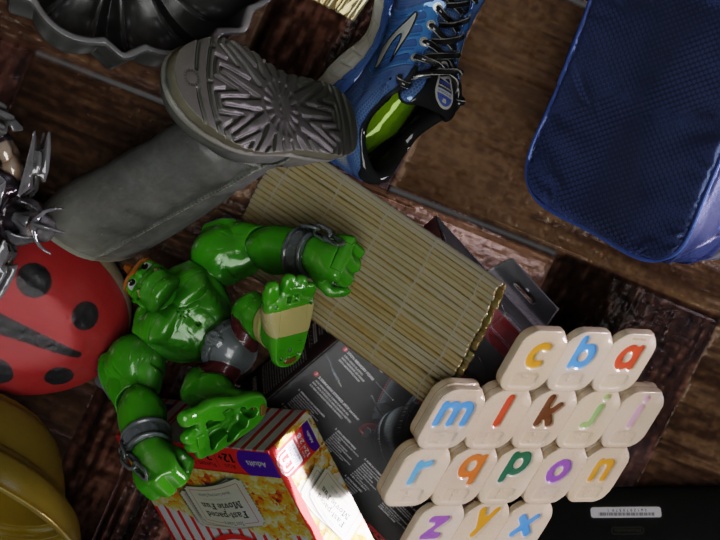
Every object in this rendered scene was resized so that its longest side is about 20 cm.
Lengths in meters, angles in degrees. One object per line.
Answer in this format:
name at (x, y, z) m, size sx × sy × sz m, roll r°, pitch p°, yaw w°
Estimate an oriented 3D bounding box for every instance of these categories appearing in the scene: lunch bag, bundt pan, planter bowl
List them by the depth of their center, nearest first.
bundt pan at (-0.142, -0.211, 1.588) m, size 0.201 × 0.076 × 0.202 m, roll 4°, pitch 73°, yaw -15°
lunch bag at (0.211, -0.109, 1.647) m, size 0.136 × 0.132 × 0.200 m, roll 33°, pitch 111°, yaw 29°
planter bowl at (-0.259, 0.129, 1.711) m, size 0.200 × 0.200 × 0.084 m, roll 28°, pitch 62°, yaw -13°

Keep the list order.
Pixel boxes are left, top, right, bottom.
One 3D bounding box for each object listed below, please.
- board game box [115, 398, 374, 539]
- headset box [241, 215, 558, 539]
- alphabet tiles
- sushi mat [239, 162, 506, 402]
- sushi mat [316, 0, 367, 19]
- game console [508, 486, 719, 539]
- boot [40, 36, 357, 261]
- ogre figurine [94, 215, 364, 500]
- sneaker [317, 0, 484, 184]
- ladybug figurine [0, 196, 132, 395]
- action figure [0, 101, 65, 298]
board game box at (-0.058, 0.178, 1.726) m, size 0.046 × 0.151 × 0.200 m, roll -45°, pitch 121°, yaw -34°
headset box at (0.042, 0.074, 1.738) m, size 0.200 × 0.075 × 0.149 m, roll -41°, pitch 107°, yaw 10°
alphabet tiles at (0.106, 0.112, 1.694) m, size 0.200 × 0.015 × 0.196 m, roll 3°, pitch 127°, yaw -38°
sushi mat at (0.000, 0.000, 1.674) m, size 0.200 × 0.012 × 0.096 m, roll 35°, pitch 105°, yaw 30°
sushi mat at (0.012, -0.261, 1.642) m, size 0.096 × 0.012 × 0.200 m, roll 33°, pitch 104°, yaw -15°
game console at (0.182, 0.251, 1.806) m, size 0.199 × 0.176 × 0.116 m, roll 0°, pitch 148°, yaw -5°
boot at (-0.124, -0.069, 1.606) m, size 0.200 × 0.073 × 0.182 m, roll -16°, pitch 158°, yaw 33°
ogre figurine at (-0.098, 0.043, 1.668) m, size 0.098 × 0.120 × 0.200 m, roll 18°, pitch 100°, yaw -46°
sneaker at (0.045, -0.139, 1.646) m, size 0.078 × 0.089 × 0.200 m, roll 14°, pitch 115°, yaw -39°
ladybug figurine at (-0.241, 0.018, 1.700) m, size 0.200 × 0.072 × 0.136 m, roll 19°, pitch 107°, yaw -11°
action figure at (-0.275, -0.052, 1.628) m, size 0.200 × 0.069 × 0.130 m, roll 19°, pitch 80°, yaw 13°
